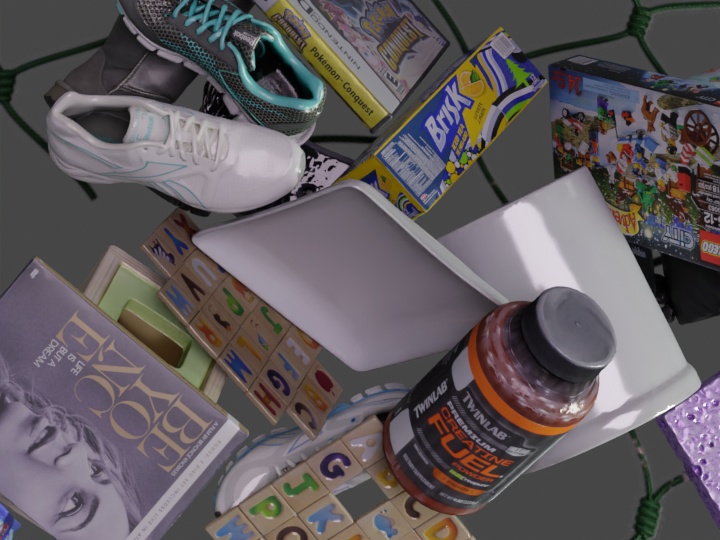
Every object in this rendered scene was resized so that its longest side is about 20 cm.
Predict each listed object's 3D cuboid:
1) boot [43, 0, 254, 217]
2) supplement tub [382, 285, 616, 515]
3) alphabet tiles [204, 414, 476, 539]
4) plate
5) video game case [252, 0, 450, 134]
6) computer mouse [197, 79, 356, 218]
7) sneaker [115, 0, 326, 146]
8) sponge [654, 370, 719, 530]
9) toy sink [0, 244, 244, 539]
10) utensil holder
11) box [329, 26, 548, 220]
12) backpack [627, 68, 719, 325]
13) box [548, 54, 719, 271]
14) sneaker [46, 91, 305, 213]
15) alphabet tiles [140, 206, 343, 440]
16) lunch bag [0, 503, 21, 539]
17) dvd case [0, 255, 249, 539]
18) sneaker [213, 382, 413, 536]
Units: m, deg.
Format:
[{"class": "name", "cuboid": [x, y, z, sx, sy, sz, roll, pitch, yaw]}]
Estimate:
[{"class": "boot", "cuboid": [-0.131, -0.166, 1.681, 0.182, 0.073, 0.200, 39, 76, 8]}, {"class": "supplement tub", "cuboid": [0.106, 0.094, 1.582, 0.107, 0.200, 0.107, 20, 46, -22]}, {"class": "alphabet tiles", "cuboid": [0.002, 0.231, 1.687, 0.167, 0.008, 0.200, -34, 109, 12]}, {"class": "plate", "cuboid": [0.000, 0.000, 1.635, 0.200, 0.199, 0.032, 39, 56, -29]}, {"class": "video game case", "cuboid": [-0.017, -0.213, 1.680, 0.025, 0.200, 0.181, -39, 97, 27]}, {"class": "computer mouse", "cuboid": [-0.057, -0.074, 1.722, 0.200, 0.053, 0.139, 35, 80, 3]}, {"class": "sneaker", "cuboid": [-0.100, -0.178, 1.606, 0.200, 0.091, 0.078, 40, 70, -11]}, {"class": "sponge", "cuboid": [0.347, 0.180, 1.813, 0.111, 0.030, 0.200, -32, 94, -14]}, {"class": "toy sink", "cuboid": [-0.185, 0.097, 1.587, 0.130, 0.112, 0.200, 35, 35, -9]}, {"class": "utensil holder", "cuboid": [0.154, 0.038, 1.704, 0.170, 0.170, 0.200, -27, 91, -15]}, {"class": "box", "cuboid": [0.066, -0.111, 1.705, 0.064, 0.070, 0.200, 49, 51, -6]}, {"class": "backpack", "cuboid": [0.300, -0.066, 1.767, 0.126, 0.167, 0.200, -15, 86, -34]}, {"class": "box", "cuboid": [0.234, -0.088, 1.698, 0.038, 0.200, 0.137, -20, 115, -34]}, {"class": "sneaker", "cuboid": [-0.141, -0.091, 1.585, 0.200, 0.080, 0.071, 7, 73, 2]}, {"class": "alphabet tiles", "cuboid": [-0.090, 0.039, 1.654, 0.006, 0.166, 0.200, -39, 97, 21]}, {"class": "lunch bag", "cuboid": [-0.321, 0.225, 1.549, 0.094, 0.200, 0.151, 37, 78, -9]}, {"class": "dvd case", "cuboid": [-0.202, 0.109, 1.512, 0.200, 0.016, 0.149, 40, 94, -9]}, {"class": "sneaker", "cuboid": [-0.027, 0.149, 1.691, 0.200, 0.087, 0.075, -31, 95, -13]}]
